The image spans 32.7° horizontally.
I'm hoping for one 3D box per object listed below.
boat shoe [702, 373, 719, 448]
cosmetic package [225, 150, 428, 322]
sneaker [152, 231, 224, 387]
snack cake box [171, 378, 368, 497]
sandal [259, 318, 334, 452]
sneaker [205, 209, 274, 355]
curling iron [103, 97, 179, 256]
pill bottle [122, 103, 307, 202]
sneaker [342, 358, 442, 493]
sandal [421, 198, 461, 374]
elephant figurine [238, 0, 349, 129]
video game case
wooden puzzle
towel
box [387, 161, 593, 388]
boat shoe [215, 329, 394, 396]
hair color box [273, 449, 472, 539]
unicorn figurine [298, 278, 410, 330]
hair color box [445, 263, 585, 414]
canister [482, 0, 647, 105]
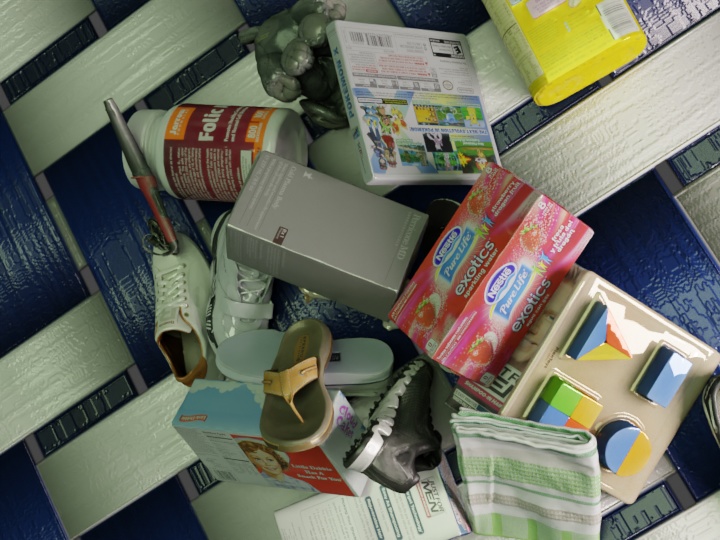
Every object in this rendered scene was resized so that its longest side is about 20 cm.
[{"bbox_3d":[0.407,0.197,1.239,0.073,0.060,0.201,-21,77,9],"label":"boat shoe"},{"bbox_3d":[-0.036,-0.036,1.325,0.198,0.090,0.107,19,64,6],"label":"cosmetic package"},{"bbox_3d":[-0.212,0.042,1.459,0.072,0.085,0.201,-22,74,16],"label":"sneaker"},{"bbox_3d":[-0.094,0.183,1.352,0.199,0.115,0.067,1,49,31],"label":"snack cake box"},{"bbox_3d":[-0.069,0.111,1.280,0.080,0.054,0.201,-14,37,14],"label":"sandal"},{"bbox_3d":[-0.130,0.017,1.410,0.075,0.115,0.202,2,77,-22],"label":"sneaker"},{"bbox_3d":[-0.259,-0.104,1.429,0.049,0.026,0.201,-6,115,30],"label":"curling iron"},{"bbox_3d":[-0.173,-0.139,1.455,0.198,0.114,0.115,4,83,18],"label":"pill bottle"},{"bbox_3d":[0.052,0.171,1.313,0.090,0.200,0.067,38,123,-1],"label":"sneaker"},{"bbox_3d":[0.106,0.015,1.375,0.074,0.045,0.202,-7,80,18],"label":"sandal"},{"bbox_3d":[-0.021,-0.217,1.420,0.141,0.199,0.156,-35,43,28],"label":"elephant figurine"},{"bbox_3d":[0.063,-0.182,1.350,0.022,0.199,0.184,-28,72,47],"label":"video game case"},{"bbox_3d":[0.258,0.125,1.247,0.199,0.046,0.186,30,92,-20],"label":"wooden puzzle"},{"bbox_3d":[0.171,0.223,1.255,0.148,0.201,0.031,8,47,21],"label":"towel"},{"bbox_3d":[0.132,0.005,1.268,0.201,0.095,0.100,-56,37,6],"label":"box"},{"bbox_3d":[-0.063,0.119,1.394,0.200,0.086,0.075,0,47,-2],"label":"boat shoe"},{"bbox_3d":[0.013,0.279,1.359,0.199,0.060,0.101,-24,74,14],"label":"hair color box"},{"bbox_3d":[0.000,0.000,1.395,0.136,0.074,0.202,-8,74,6],"label":"unicorn figurine"},{"bbox_3d":[0.187,0.086,1.309,0.100,0.060,0.201,32,92,39],"label":"hair color box"},{"bbox_3d":[0.212,-0.303,1.366,0.148,0.086,0.201,-28,76,13],"label":"canister"}]
